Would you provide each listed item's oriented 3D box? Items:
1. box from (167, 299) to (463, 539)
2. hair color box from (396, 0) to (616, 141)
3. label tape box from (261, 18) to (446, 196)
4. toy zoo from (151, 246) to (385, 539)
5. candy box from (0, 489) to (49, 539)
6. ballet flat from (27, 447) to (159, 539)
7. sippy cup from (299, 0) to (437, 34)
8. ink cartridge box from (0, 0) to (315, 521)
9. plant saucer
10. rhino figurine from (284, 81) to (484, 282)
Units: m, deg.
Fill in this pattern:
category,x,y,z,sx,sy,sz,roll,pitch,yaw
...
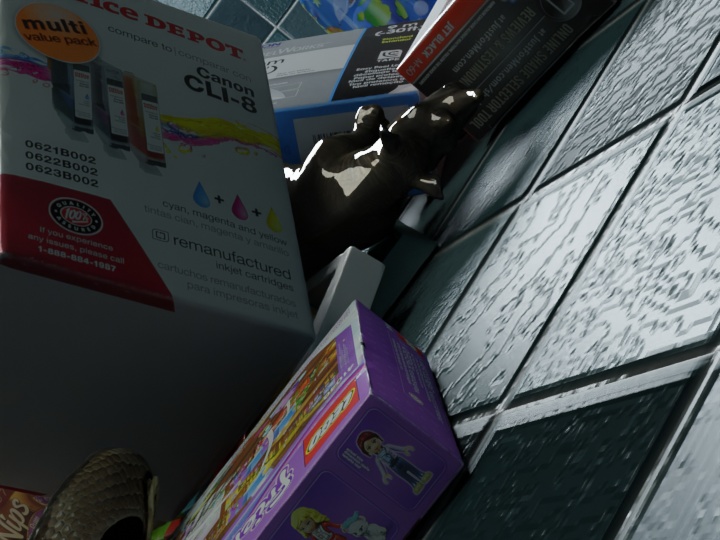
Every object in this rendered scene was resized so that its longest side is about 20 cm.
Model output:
category,x,y,z,sx,sy,sz,roll,pitch,yaw
box,-0.046,0.111,0.506,0.201,0.039,0.137,-52,8,7
hair color box,0.097,-0.170,0.807,0.111,0.064,0.201,-45,12,37
label tape box,-0.016,-0.105,0.892,0.141,0.067,0.201,-7,27,13
toy zoo,-0.045,0.066,0.695,0.132,0.020,0.200,-66,12,-23
candy box,-0.146,0.053,0.816,0.117,0.056,0.201,-46,16,37
ballet flat,-0.100,0.122,0.501,0.200,0.046,0.068,-60,-21,-69
sippy cup,0.027,-0.199,1.081,0.179,0.130,0.140,-53,8,3
ink cartridge box,-0.126,-0.017,0.685,0.145,0.144,0.202,-52,36,35
plant saucer,0.000,0.000,0.797,0.070,0.019,0.200,-53,9,1
rhino figurine,-0.008,-0.038,0.734,0.199,0.060,0.088,-30,13,41
